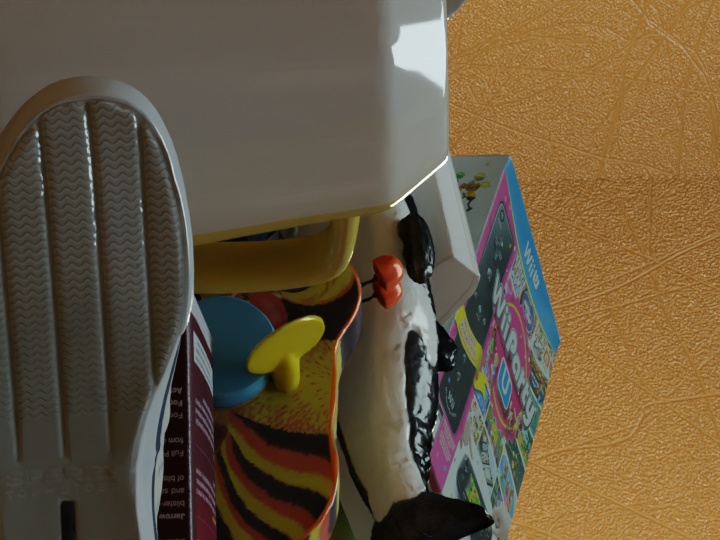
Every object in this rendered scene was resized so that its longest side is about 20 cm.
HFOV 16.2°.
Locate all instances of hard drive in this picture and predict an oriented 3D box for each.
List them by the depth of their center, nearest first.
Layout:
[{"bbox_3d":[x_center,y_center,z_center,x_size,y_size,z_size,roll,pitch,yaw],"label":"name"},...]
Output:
[{"bbox_3d":[0.000,0.000,1.279,0.132,0.026,0.200,-47,-160,17],"label":"hard drive"}]

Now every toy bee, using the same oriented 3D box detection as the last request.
[{"bbox_3d":[-0.030,0.031,1.057,0.131,0.108,0.202,120,-40,-83],"label":"toy bee"}]

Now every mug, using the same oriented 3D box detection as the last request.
[{"bbox_3d":[-0.046,-0.075,0.914,0.187,0.152,0.151,83,5,-84],"label":"mug"}]

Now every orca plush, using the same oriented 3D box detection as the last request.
[{"bbox_3d":[0.026,0.033,1.132,0.105,0.071,0.201,-50,-134,32],"label":"orca plush"}]

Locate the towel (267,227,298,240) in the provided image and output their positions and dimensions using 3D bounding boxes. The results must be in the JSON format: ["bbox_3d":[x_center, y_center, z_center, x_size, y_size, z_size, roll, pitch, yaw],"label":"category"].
[{"bbox_3d":[-0.077,-0.104,1.292,0.166,0.085,0.201,-93,179,-52],"label":"towel"}]

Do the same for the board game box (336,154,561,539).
[{"bbox_3d":[0.045,0.058,1.356,0.201,0.064,0.148,-71,152,-42],"label":"board game box"}]

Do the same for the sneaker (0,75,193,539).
[{"bbox_3d":[-0.092,0.029,0.783,0.071,0.072,0.201,-110,-155,-62],"label":"sneaker"}]

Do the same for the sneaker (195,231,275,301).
[{"bbox_3d":[-0.076,-0.053,1.157,0.074,0.081,0.201,-85,173,-63],"label":"sneaker"}]

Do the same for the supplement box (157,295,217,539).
[{"bbox_3d":[-0.085,0.114,0.942,0.109,0.060,0.202,85,3,-78],"label":"supplement box"}]

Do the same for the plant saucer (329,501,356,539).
[{"bbox_3d":[-0.011,0.107,1.403,0.200,0.031,0.202,-1,90,-89],"label":"plant saucer"}]

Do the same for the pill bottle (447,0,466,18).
[{"bbox_3d":[0.014,-0.187,1.271,0.200,0.110,0.112,-95,-178,-67],"label":"pill bottle"}]
